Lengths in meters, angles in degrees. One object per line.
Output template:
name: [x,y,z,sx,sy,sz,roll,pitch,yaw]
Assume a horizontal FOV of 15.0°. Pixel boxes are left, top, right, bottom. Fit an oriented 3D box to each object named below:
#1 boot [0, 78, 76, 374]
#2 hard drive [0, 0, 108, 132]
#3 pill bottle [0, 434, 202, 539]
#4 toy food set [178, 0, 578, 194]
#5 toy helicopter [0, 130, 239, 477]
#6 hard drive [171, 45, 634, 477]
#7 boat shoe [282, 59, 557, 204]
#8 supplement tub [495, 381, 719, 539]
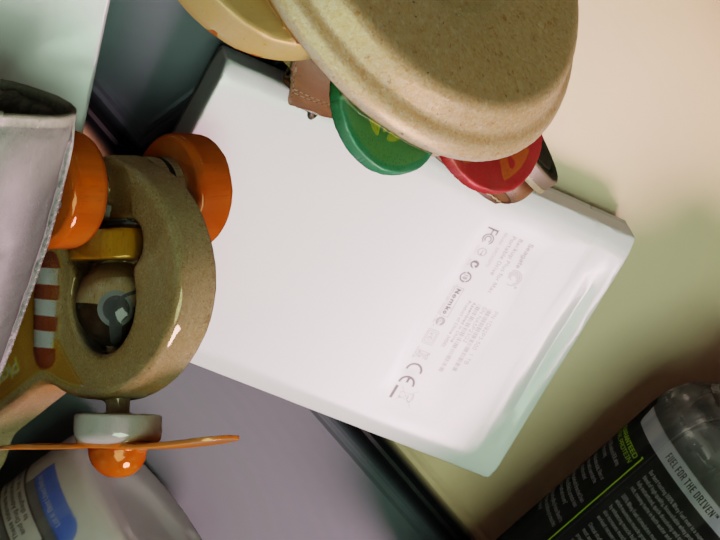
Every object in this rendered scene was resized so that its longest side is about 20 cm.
boot: [-0.208,0.016,1.041,0.182,0.073,0.200,4,118,-12]
hard drive: [-0.197,-0.123,1.062,0.200,0.026,0.132,8,115,-15]
pill bottle: [-0.163,0.170,1.180,0.200,0.114,0.114,-36,118,9]
toy food set: [0.011,-0.124,1.028,0.049,0.200,0.198,-27,119,36]
toy helicopter: [-0.118,0.038,1.109,0.079,0.132,0.200,-1,151,-41]
hard drive: [0.000,0.000,1.173,0.200,0.026,0.132,23,111,-20]
boat shoe: [-0.003,-0.094,1.105,0.068,0.072,0.200,-38,108,14]
supplement tub: [0.134,0.135,1.214,0.200,0.123,0.123,-43,117,12]
